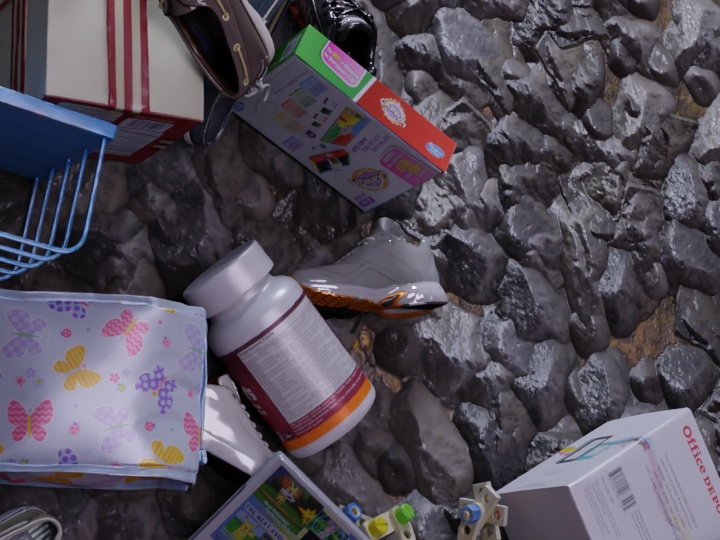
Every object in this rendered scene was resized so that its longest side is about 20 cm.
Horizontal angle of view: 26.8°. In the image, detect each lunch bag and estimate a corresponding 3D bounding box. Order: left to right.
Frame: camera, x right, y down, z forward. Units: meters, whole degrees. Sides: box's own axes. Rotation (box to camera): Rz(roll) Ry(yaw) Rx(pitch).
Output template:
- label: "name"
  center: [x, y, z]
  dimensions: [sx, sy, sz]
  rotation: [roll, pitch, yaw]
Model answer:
- label: "lunch bag"
  center: [-0.239, 0.113, 1.370]
  dimensions: [0.198, 0.127, 0.171]
  rotation: [2, 77, -10]

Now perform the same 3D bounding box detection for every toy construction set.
- label: "toy construction set"
  center: [0.071, 0.289, 1.564]
  dimensions: [0.199, 0.092, 0.132]
  rotation: [-6, 62, -37]

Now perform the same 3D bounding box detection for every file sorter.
- label: "file sorter"
  center: [-0.324, -0.072, 1.329]
  dimensions: [0.138, 0.199, 0.124]
  rotation: [18, 74, -27]

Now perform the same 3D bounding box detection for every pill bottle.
- label: "pill bottle"
  center: [-0.082, 0.076, 1.496]
  dimensions: [0.110, 0.109, 0.201]
  rotation: [-43, 102, -31]

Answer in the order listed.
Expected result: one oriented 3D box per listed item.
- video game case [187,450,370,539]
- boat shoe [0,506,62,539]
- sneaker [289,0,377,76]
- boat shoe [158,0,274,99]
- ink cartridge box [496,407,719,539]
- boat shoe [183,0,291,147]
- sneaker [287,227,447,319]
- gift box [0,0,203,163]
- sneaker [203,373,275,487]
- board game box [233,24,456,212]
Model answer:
- label: "video game case"
  center: [-0.075, 0.304, 1.454]
  dimensions: [0.182, 0.022, 0.200]
  rotation: [-44, 104, 0]
- label: "boat shoe"
  center: [-0.346, 0.275, 1.318]
  dimensions: [0.200, 0.062, 0.072]
  rotation: [-44, 103, -30]
- label: "sneaker"
  center: [-0.029, -0.274, 1.614]
  dimensions: [0.070, 0.098, 0.202]
  rotation: [-12, 84, -31]
- label: "boat shoe"
  center: [-0.147, -0.243, 1.344]
  dimensions: [0.201, 0.071, 0.060]
  rotation: [58, 42, -34]
- label: "ink cartridge box"
  center: [0.280, 0.263, 1.657]
  dimensions: [0.199, 0.146, 0.148]
  rotation: [-25, 92, -33]
- label: "boat shoe"
  center: [-0.115, -0.203, 1.464]
  dimensions: [0.061, 0.201, 0.075]
  rotation: [27, 19, 7]
- label: "sneaker"
  center: [0.000, 0.000, 1.595]
  dimensions: [0.199, 0.075, 0.093]
  rotation: [3, 70, -39]
- label: "gift box"
  center: [-0.235, -0.221, 1.420]
  dimensions: [0.183, 0.199, 0.189]
  rotation: [8, 74, -35]
- label: "sneaker"
  center: [-0.124, 0.152, 1.475]
  dimensions: [0.199, 0.073, 0.085]
  rotation: [38, 65, -18]
- label: "board game box"
  center: [-0.022, -0.151, 1.558]
  dimensions: [0.199, 0.153, 0.041]
  rotation: [37, 59, -20]
